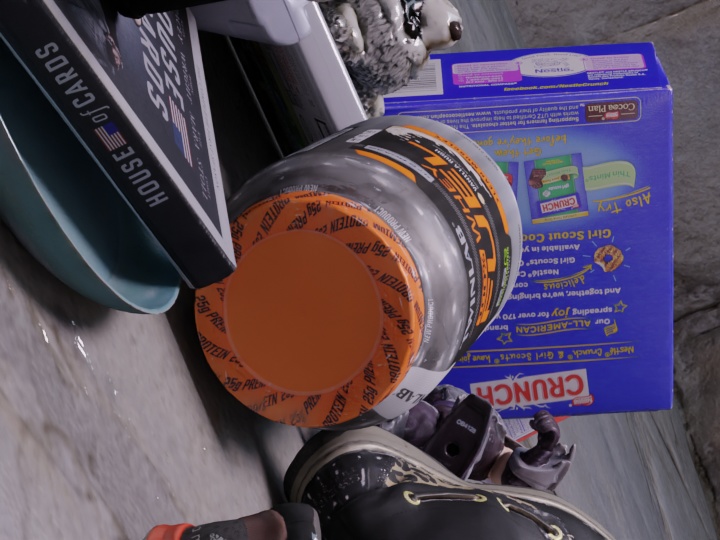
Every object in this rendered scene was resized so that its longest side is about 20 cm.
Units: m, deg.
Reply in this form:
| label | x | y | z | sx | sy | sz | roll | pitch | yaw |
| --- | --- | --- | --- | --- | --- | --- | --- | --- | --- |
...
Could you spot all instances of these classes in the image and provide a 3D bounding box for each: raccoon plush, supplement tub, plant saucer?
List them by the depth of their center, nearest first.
| label | x | y | z | sx | sy | sz | roll | pitch | yaw |
| --- | --- | --- | --- | --- | --- | --- | --- | --- | --- |
| plant saucer | -0.121 | -0.073 | 0.800 | 0.200 | 0.027 | 0.202 | -23 | 90 | -80 |
| supplement tub | 0.000 | 0.000 | 0.977 | 0.123 | 0.122 | 0.200 | 67 | 17 | -5 |
| raccoon plush | -0.024 | -0.148 | 1.172 | 0.097 | 0.199 | 0.135 | 51 | 56 | -35 |

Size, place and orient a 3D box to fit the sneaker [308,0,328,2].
| label | x | y | z | sx | sy | sz | roll | pitch | yaw |
| --- | --- | --- | --- | --- | --- | --- | --- | --- | --- |
| sneaker | -0.055 | -0.201 | 0.889 | 0.201 | 0.075 | 0.092 | 58 | 13 | -9 |

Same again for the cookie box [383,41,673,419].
| label | x | y | z | sx | sy | sz | roll | pitch | yaw |
| --- | --- | --- | --- | --- | --- | --- | --- | --- | --- |
| cookie box | 0.088 | -0.019 | 1.218 | 0.075 | 0.169 | 0.202 | -90 | 177 | -63 |

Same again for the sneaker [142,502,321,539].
| label | x | y | z | sx | sy | sz | roll | pitch | yaw |
| --- | --- | --- | --- | --- | --- | --- | --- | --- | --- |
| sneaker | -0.006 | 0.154 | 0.775 | 0.200 | 0.081 | 0.077 | 58 | 15 | -45 |

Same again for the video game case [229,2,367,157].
| label | x | y | z | sx | sy | sz | roll | pitch | yaw |
| --- | --- | --- | --- | --- | --- | --- | --- | --- | --- |
| video game case | -0.044 | -0.123 | 1.144 | 0.201 | 0.022 | 0.182 | 65 | -10 | -17 |

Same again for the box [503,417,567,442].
| label | x | y | z | sx | sy | sz | roll | pitch | yaw |
| --- | --- | --- | --- | --- | --- | --- | --- | --- | --- |
| box | 0.060 | 0.004 | 1.335 | 0.201 | 0.102 | 0.095 | 64 | -2 | -19 |

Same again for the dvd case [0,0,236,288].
| label | x | y | z | sx | sy | sz | roll | pitch | yaw |
| --- | --- | --- | --- | --- | --- | --- | --- | --- | --- |
| dvd case | -0.105 | -0.107 | 0.809 | 0.200 | 0.025 | 0.151 | 56 | 16 | -46 |

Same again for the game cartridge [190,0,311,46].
| label | x | y | z | sx | sy | sz | roll | pitch | yaw |
| --- | --- | --- | --- | --- | --- | --- | --- | --- | --- |
| game cartridge | -0.092 | -0.203 | 1.021 | 0.133 | 0.041 | 0.201 | 27 | -37 | 65 |

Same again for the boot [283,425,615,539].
| label | x | y | z | sx | sy | sz | roll | pitch | yaw |
| --- | --- | --- | --- | --- | --- | --- | --- | --- | --- |
| boot | 0.068 | 0.156 | 0.952 | 0.203 | 0.074 | 0.154 | 28 | 16 | -32 |

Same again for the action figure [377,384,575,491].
| label | x | y | z | sx | sy | sz | roll | pitch | yaw |
| --- | --- | --- | --- | --- | --- | --- | --- | --- | --- |
| action figure | 0.046 | 0.083 | 1.124 | 0.200 | 0.129 | 0.070 | -5 | 112 | -77 |

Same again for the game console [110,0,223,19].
| label | x | y | z | sx | sy | sz | roll | pitch | yaw |
| --- | --- | --- | --- | --- | --- | --- | --- | --- | --- |
| game console | -0.080 | -0.205 | 0.764 | 0.117 | 0.175 | 0.201 | -53 | 126 | -39 |
